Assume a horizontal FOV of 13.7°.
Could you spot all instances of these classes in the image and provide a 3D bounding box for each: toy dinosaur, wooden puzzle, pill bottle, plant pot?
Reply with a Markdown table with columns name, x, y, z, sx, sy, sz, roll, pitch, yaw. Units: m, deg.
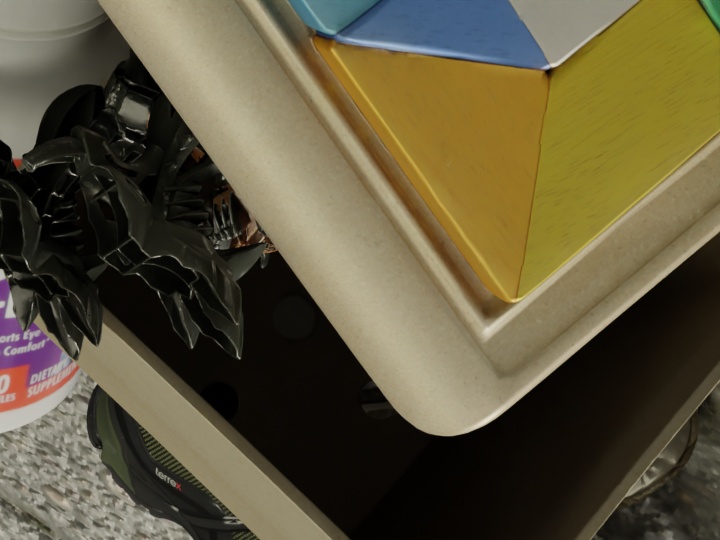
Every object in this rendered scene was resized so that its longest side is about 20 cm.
| name | x | y | z | sx | sy | sz | roll | pitch | yaw |
| --- | --- | --- | --- | --- | --- | --- | --- | --- | --- |
| toy dinosaur | -0.044 | -0.047 | 0.838 | 0.200 | 0.136 | 0.102 | 40 | 155 | -5 |
| wooden puzzle | 0.049 | -0.080 | 0.768 | 0.185 | 0.200 | 0.037 | 54 | 176 | -22 |
| pill bottle | -0.134 | -0.048 | 1.051 | 0.111 | 0.111 | 0.201 | 30 | 131 | 17 |
| plant pot | 0.000 | 0.000 | 0.983 | 0.200 | 0.200 | 0.177 | 43 | 159 | -4 |

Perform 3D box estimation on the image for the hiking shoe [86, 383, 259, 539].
| name | x | y | z | sx | sy | sz | roll | pitch | yaw |
| --- | --- | --- | --- | --- | --- | --- | --- | --- | --- |
| hiking shoe | -0.027 | 0.101 | 1.225 | 0.200 | 0.076 | 0.101 | 41 | 151 | 2 |

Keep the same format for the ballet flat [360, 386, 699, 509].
| name | x | y | z | sx | sy | sz | roll | pitch | yaw |
| --- | --- | --- | --- | --- | --- | --- | --- | --- | --- |
| ballet flat | 0.044 | 0.066 | 1.123 | 0.199 | 0.046 | 0.068 | -14 | 76 | 35 |

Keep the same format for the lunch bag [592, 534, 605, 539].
| name | x | y | z | sx | sy | sz | roll | pitch | yaw |
| --- | --- | --- | --- | --- | --- | --- | --- | --- | --- |
| lunch bag | 0.042 | 0.178 | 1.134 | 0.163 | 0.118 | 0.200 | -16 | 136 | 30 |

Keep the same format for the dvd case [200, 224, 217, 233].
| name | x | y | z | sx | sy | sz | roll | pitch | yaw |
| --- | --- | --- | --- | --- | --- | --- | --- | --- | --- |
| dvd case | -0.112 | -0.073 | 1.107 | 0.148 | 0.016 | 0.201 | -3 | 119 | 30 |
